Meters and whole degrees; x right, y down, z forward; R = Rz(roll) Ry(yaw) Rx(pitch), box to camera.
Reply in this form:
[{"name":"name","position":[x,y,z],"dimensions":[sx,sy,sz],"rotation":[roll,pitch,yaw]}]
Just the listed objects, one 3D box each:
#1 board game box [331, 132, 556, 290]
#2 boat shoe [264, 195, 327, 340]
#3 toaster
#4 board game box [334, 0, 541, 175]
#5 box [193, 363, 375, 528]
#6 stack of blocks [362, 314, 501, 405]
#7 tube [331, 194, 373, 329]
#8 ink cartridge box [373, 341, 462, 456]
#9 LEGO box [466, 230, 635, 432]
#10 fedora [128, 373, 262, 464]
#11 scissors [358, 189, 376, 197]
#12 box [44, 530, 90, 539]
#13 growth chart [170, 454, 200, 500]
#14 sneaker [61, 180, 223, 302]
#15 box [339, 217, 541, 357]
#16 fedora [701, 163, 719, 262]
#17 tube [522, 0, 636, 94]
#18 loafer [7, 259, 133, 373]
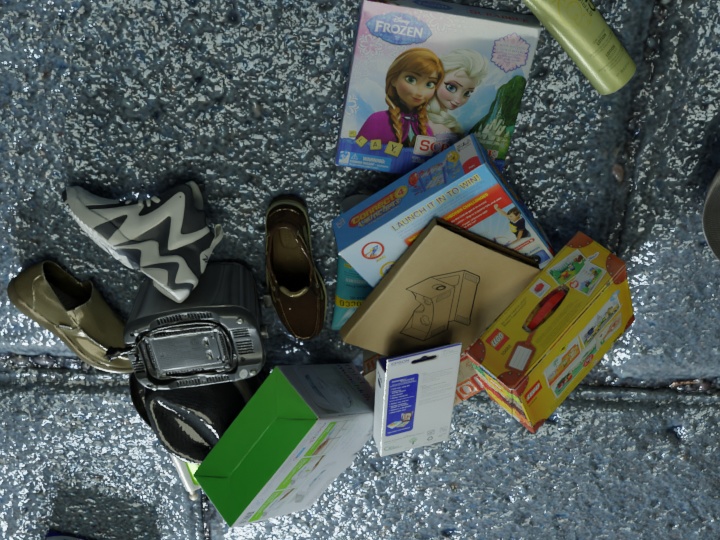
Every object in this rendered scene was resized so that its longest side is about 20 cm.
[{"name":"board game box","position":[0.101,-0.035,1.193],"dimensions":[0.199,0.056,0.196],"rotation":[-30,133,16]},{"name":"boat shoe","position":[-0.086,0.013,1.256],"dimensions":[0.074,0.075,0.204],"rotation":[-8,123,5]},{"name":"toaster","position":[-0.209,0.067,1.257],"dimensions":[0.198,0.130,0.115],"rotation":[-9,122,4]},{"name":"board game box","position":[0.082,-0.200,1.139],"dimensions":[0.197,0.041,0.201],"rotation":[7,123,-6]},{"name":"box","position":[-0.085,0.225,1.316],"dimensions":[0.201,0.097,0.176],"rotation":[-52,153,20]},{"name":"stack of blocks","position":[0.114,0.111,1.331],"dimensions":[0.199,0.059,0.115],"rotation":[-31,118,18]},{"name":"tube","position":[0.000,0.000,1.271],"dimensions":[0.076,0.051,0.202],"rotation":[5,130,7]},{"name":"ink cartridge box","position":[0.069,0.151,1.263],"dimensions":[0.098,0.039,0.201],"rotation":[-11,138,-13]},{"name":"LEGO box","position":[0.234,0.078,1.217],"dimensions":[0.200,0.077,0.149],"rotation":[-46,147,-9]},{"name":"fedora","position":[-0.221,0.189,1.344],"dimensions":[0.198,0.092,0.203],"rotation":[1,116,3]},{"name":"scissors","position":[0.092,-0.059,1.247],"dimensions":[0.197,0.014,0.074],"rotation":[5,123,-4]},{"name":"box","position":[-0.423,0.525,1.566],"dimensions":[0.182,0.105,0.201],"rotation":[16,121,-11]},{"name":"growth chart","position":[-0.180,0.263,1.452],"dimensions":[0.198,0.018,0.146],"rotation":[-18,122,12]},{"name":"sneaker","position":[-0.250,-0.068,1.210],"dimensions":[0.198,0.130,0.080],"rotation":[34,164,18]},{"name":"box","position":[0.093,0.036,1.203],"dimensions":[0.162,0.021,0.200],"rotation":[20,126,-30]},{"name":"fedora","position":[0.476,-0.102,1.178],"dimensions":[0.199,0.091,0.177],"rotation":[-37,118,14]},{"name":"tube","position":[0.222,-0.276,1.086],"dimensions":[0.052,0.058,0.200],"rotation":[-28,118,33]},{"name":"loafer","position":[-0.350,0.059,1.283],"dimensions":[0.199,0.076,0.067],"rotation":[34,123,-20]}]
